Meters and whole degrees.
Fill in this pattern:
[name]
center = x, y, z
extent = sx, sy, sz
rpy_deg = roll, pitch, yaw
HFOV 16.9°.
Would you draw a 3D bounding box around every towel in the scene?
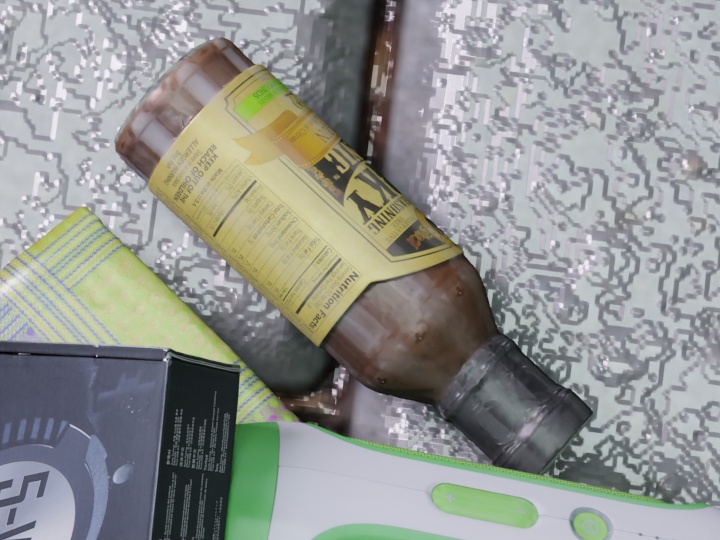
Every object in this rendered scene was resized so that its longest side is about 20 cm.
[towel]
center = -0.127, 0.090, 0.885
extent = 0.144, 0.023, 0.200
rpy_deg = 45, 86, 5

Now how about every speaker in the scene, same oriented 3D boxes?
[speaker]
center = 0.044, 0.109, 0.845
extent = 0.199, 0.088, 0.089
rpy_deg = 12, 85, -9

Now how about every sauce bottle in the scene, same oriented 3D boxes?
[sauce bottle]
center = 0.000, 0.000, 0.893
extent = 0.200, 0.065, 0.065
rpy_deg = 42, 87, 3

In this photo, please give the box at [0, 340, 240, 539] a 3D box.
[box]
center = -0.125, 0.125, 0.811
extent = 0.159, 0.043, 0.201
rpy_deg = 2, 82, 32
